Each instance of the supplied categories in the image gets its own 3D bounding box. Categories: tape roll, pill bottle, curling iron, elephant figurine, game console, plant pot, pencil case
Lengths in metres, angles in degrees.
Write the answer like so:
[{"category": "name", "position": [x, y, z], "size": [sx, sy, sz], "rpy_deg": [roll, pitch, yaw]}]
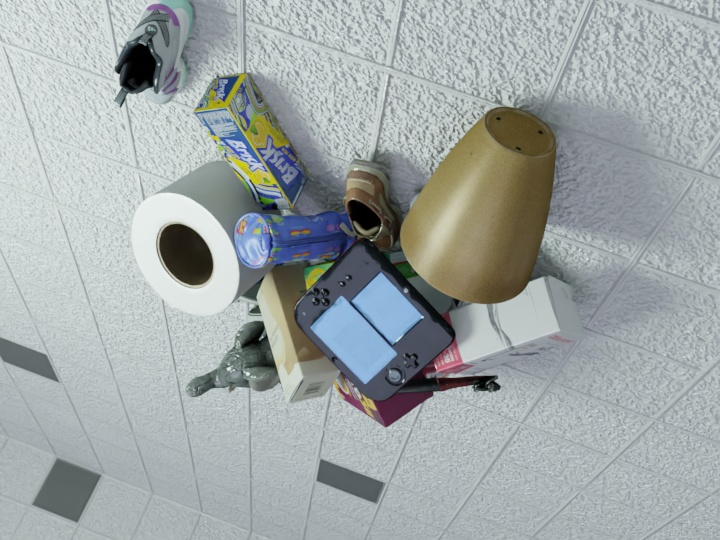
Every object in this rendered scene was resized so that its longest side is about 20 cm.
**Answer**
[{"category": "tape roll", "position": [-0.234, -0.051, 1.302], "size": [0.200, 0.139, 0.206], "rpy_deg": [13, 122, 22]}, {"category": "pill bottle", "position": [0.106, 0.097, 1.401], "size": [0.112, 0.115, 0.201], "rpy_deg": [13, 147, 14]}, {"category": "curling iron", "position": [0.126, 0.176, 1.303], "size": [0.196, 0.026, 0.050], "rpy_deg": [0, 178, -10]}, {"category": "elephant figurine", "position": [-0.181, 0.161, 1.471], "size": [0.140, 0.158, 0.198], "rpy_deg": [23, -164, 39]}, {"category": "game console", "position": [0.015, 0.077, 1.218], "size": [0.200, 0.031, 0.177], "rpy_deg": [46, 118, -2]}, {"category": "plant pot", "position": [0.165, -0.094, 1.048], "size": [0.184, 0.188, 0.202], "rpy_deg": [21, 135, 1]}, {"category": "pencil case", "position": [-0.087, -0.050, 1.235], "size": [0.086, 0.080, 0.198], "rpy_deg": [1, -174, 45]}]

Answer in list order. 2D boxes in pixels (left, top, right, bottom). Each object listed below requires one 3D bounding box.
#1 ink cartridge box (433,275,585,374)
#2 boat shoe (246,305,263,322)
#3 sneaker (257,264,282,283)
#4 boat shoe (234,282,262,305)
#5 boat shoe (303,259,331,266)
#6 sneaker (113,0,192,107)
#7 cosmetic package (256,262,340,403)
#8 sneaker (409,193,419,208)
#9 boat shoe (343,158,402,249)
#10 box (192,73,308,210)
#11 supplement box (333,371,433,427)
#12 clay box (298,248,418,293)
[{"category": "ink cartridge box", "position": [0.215, 0.086, 1.244], "size": [0.198, 0.084, 0.146], "rpy_deg": [-22, 162, 25]}, {"category": "boat shoe", "position": [-0.151, 0.063, 1.557], "size": [0.070, 0.065, 0.199], "rpy_deg": [-7, 177, -37]}, {"category": "sneaker", "position": [-0.154, -0.017, 1.414], "size": [0.078, 0.091, 0.199], "rpy_deg": [33, 146, -18]}, {"category": "boat shoe", "position": [-0.249, 0.008, 1.532], "size": [0.199, 0.075, 0.065], "rpy_deg": [22, 155, 8]}, {"category": "boat shoe", "position": [-0.066, 0.048, 1.460], "size": [0.073, 0.087, 0.203], "rpy_deg": [11, 147, 16]}, {"category": "sneaker", "position": [-0.283, -0.254, 1.095], "size": [0.077, 0.141, 0.201], "rpy_deg": [22, 148, -2]}, {"category": "cosmetic package", "position": [-0.105, 0.101, 1.380], "size": [0.070, 0.202, 0.106], "rpy_deg": [-7, 150, -26]}, {"category": "sneaker", "position": [0.151, -0.036, 1.206], "size": [0.198, 0.083, 0.074], "rpy_deg": [30, 146, -12]}, {"category": "boat shoe", "position": [0.012, -0.080, 1.226], "size": [0.074, 0.073, 0.201], "rpy_deg": [9, 154, 20]}, {"category": "box", "position": [-0.151, -0.177, 1.195], "size": [0.063, 0.071, 0.201], "rpy_deg": [2, 143, 30]}, {"category": "supplement box", "position": [0.015, 0.157, 1.390], "size": [0.132, 0.102, 0.199], "rpy_deg": [64, 162, -15]}, {"category": "clay box", "position": [0.000, 0.000, 1.314], "size": [0.198, 0.114, 0.049], "rpy_deg": [-7, 94, 44]}]
